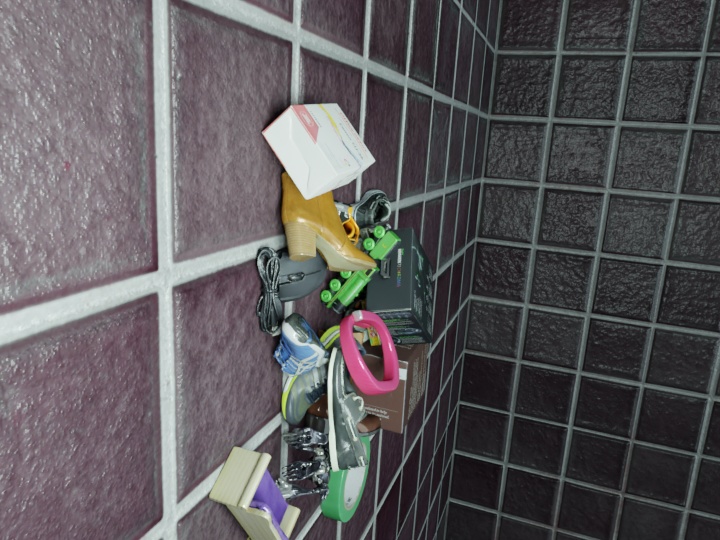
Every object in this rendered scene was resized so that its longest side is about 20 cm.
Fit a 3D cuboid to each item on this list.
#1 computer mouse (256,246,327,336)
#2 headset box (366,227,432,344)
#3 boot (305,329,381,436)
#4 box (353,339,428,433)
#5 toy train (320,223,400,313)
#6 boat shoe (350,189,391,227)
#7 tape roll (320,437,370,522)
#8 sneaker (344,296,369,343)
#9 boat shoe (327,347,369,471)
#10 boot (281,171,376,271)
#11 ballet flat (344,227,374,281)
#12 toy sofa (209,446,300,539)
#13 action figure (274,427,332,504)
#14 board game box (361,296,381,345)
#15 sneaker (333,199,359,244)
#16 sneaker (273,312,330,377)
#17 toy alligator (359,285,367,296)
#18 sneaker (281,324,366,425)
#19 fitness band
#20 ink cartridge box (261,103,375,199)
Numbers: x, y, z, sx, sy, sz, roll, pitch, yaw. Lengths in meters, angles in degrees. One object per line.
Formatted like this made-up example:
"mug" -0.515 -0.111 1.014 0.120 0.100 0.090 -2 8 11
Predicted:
"computer mouse" -0.098 0.009 0.907 0.200 0.052 0.141 -42 136 -62
"headset box" 0.083 0.034 1.129 0.200 0.091 0.177 53 37 -58
"boot" -0.022 0.223 1.120 0.186 0.068 0.203 13 82 -30
"box" 0.051 0.226 1.252 0.200 0.163 0.167 -36 131 -64
"toy train" 0.000 0.000 1.045 0.201 0.056 0.042 -50 167 15
"boat shoe" 0.032 -0.125 1.202 0.200 0.070 0.073 -46 140 -61
"tape roll" -0.032 0.470 1.293 0.200 0.047 0.204 8 90 -72
"sneaker" 0.017 0.092 1.234 0.200 0.073 0.081 -37 137 -64
"boat shoe" -0.022 0.228 0.929 0.072 0.066 0.204 16 70 -86
"boot" -0.046 -0.079 0.903 0.200 0.070 0.146 13 69 -49
"ballet flat" 0.012 -0.050 1.188 0.201 0.071 0.073 -62 153 -48
"toy sofa" -0.143 0.361 0.853 0.202 0.096 0.083 78 28 -43
"action figure" -0.096 0.332 0.967 0.201 0.100 0.120 87 5 -60
"board game box" 0.054 0.080 1.225 0.200 0.030 0.097 -44 123 -66
"sneaker" -0.037 -0.059 1.022 0.201 0.076 0.079 68 34 -59
"sneaker" -0.097 0.128 0.878 0.077 0.076 0.201 -34 158 -9
"toy alligator" 0.009 0.028 1.212 0.200 0.058 0.055 -51 144 -56
"sneaker" -0.066 0.189 0.993 0.201 0.080 0.074 -55 145 -22
"fitness band" 0.021 0.145 0.987 0.200 0.037 0.146 23 48 -67
"ink cartridge box" -0.051 -0.191 0.861 0.117 0.067 0.200 56 27 -3
